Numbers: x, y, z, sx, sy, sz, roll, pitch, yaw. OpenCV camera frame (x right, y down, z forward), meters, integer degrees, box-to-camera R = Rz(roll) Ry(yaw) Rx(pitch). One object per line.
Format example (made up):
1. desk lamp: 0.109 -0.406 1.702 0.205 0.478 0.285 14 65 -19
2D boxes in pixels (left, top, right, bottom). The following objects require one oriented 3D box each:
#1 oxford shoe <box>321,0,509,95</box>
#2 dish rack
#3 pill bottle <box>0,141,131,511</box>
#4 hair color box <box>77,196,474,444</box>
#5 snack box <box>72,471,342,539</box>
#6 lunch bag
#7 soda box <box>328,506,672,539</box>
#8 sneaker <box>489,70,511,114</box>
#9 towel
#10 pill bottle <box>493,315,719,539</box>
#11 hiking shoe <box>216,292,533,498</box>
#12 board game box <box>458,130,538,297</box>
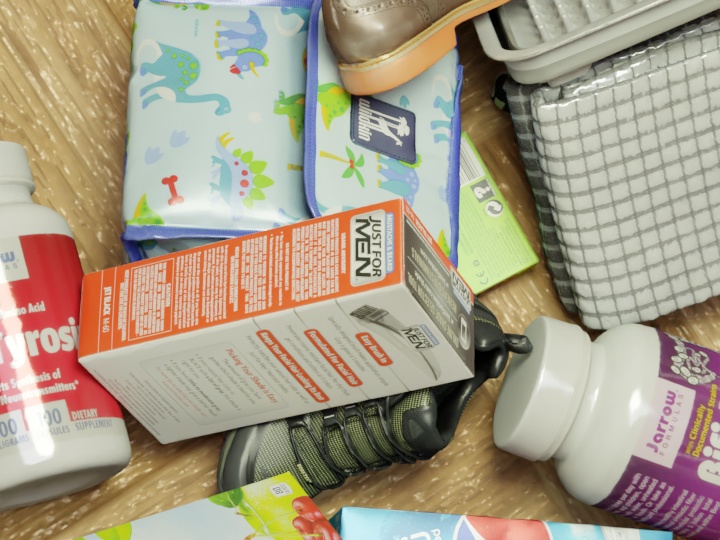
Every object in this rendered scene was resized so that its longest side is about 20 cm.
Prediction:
1. oxford shoe: 0.049 -0.182 1.613 0.200 0.071 0.073 -46 121 -40
2. dish rack: 0.163 -0.177 1.638 0.200 0.172 0.044 -22 120 5
3. pill bottle: -0.210 0.032 1.608 0.112 0.112 0.200 -15 79 -11
4. hair color box: -0.047 0.031 1.573 0.200 0.111 0.064 -12 56 19
5. snack box: -0.063 0.216 1.510 0.168 0.068 0.200 -15 45 -29
6. lunch bag: -0.039 -0.070 1.635 0.200 0.127 0.170 3 65 -4
7. soda box: 0.081 0.181 1.637 0.200 0.068 0.064 4 76 -7
8. sneaker: 0.138 -0.179 1.730 0.076 0.075 0.200 17 73 -4
9. towel: 0.197 -0.074 1.675 0.200 0.086 0.166 -21 115 -12
10. pill bottle: 0.185 0.097 1.640 0.200 0.112 0.112 19 75 -11
11. hiking shoe: 0.004 0.082 1.620 0.200 0.101 0.076 -40 117 -9
12. board game box: 0.000 0.000 1.691 0.200 0.030 0.096 -26 81 -16
